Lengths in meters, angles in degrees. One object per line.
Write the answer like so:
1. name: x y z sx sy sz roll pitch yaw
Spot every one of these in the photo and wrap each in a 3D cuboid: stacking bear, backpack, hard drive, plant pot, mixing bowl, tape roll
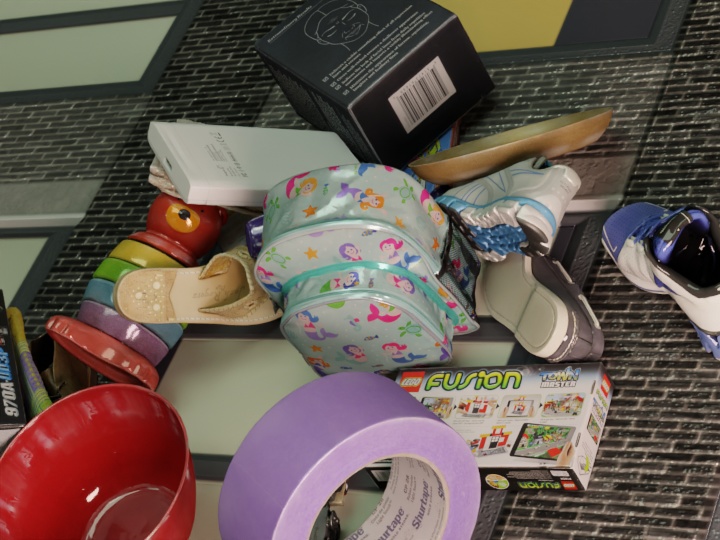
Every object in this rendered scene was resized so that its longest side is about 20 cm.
1. stacking bear: -0.206 0.008 1.890 0.121 0.114 0.201 28 76 5
2. backpack: 0.000 0.000 1.716 0.177 0.200 0.151 -10 47 24
3. hard drive: -0.094 -0.102 1.869 0.199 0.027 0.132 1 31 -26
4. plant pot: 0.144 -0.114 1.802 0.199 0.028 0.200 -15 6 1
5. mixing bowl: -0.224 0.213 1.712 0.199 0.109 0.201 -12 50 15
6. tape roll: -0.008 0.188 1.529 0.200 0.200 0.085 -41 40 -10

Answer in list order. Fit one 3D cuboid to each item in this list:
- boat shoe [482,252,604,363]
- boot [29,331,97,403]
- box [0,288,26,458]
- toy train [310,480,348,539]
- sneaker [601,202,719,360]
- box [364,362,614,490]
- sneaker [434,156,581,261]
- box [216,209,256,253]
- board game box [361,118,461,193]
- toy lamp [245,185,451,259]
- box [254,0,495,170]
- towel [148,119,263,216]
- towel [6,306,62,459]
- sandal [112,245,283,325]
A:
1. boat shoe: 0.162 0.026 1.705 0.073 0.062 0.200 -63 22 18
2. boot: -0.294 0.139 1.872 0.073 0.076 0.201 -26 41 6
3. box: -0.362 0.139 1.849 0.046 0.160 0.201 0 40 -19
4. toy train: -0.024 0.177 1.674 0.034 0.046 0.201 -4 49 15
5. sneaker: 0.272 -0.020 1.621 0.080 0.115 0.200 -35 39 -4
6. box: 0.109 0.133 1.636 0.199 0.035 0.110 -3 48 32
7. sneaker: 0.136 -0.061 1.703 0.087 0.075 0.200 -50 21 -14
8. box: -0.117 -0.057 1.972 0.082 0.049 0.200 -34 39 -1
9. board game box: 0.051 -0.127 1.954 0.102 0.019 0.201 -14 43 24
10. toy lamp: -0.010 -0.043 1.822 0.199 0.058 0.058 -7 38 -12
11. box: 0.012 -0.209 1.966 0.148 0.107 0.200 -41 40 -9
12. towel: -0.108 -0.098 1.920 0.199 0.035 0.133 13 28 -3
13. towel: -0.324 0.141 1.858 0.023 0.144 0.200 -1 31 -23
14. sandal: -0.125 0.017 1.817 0.210 0.078 0.070 -7 3 -22
